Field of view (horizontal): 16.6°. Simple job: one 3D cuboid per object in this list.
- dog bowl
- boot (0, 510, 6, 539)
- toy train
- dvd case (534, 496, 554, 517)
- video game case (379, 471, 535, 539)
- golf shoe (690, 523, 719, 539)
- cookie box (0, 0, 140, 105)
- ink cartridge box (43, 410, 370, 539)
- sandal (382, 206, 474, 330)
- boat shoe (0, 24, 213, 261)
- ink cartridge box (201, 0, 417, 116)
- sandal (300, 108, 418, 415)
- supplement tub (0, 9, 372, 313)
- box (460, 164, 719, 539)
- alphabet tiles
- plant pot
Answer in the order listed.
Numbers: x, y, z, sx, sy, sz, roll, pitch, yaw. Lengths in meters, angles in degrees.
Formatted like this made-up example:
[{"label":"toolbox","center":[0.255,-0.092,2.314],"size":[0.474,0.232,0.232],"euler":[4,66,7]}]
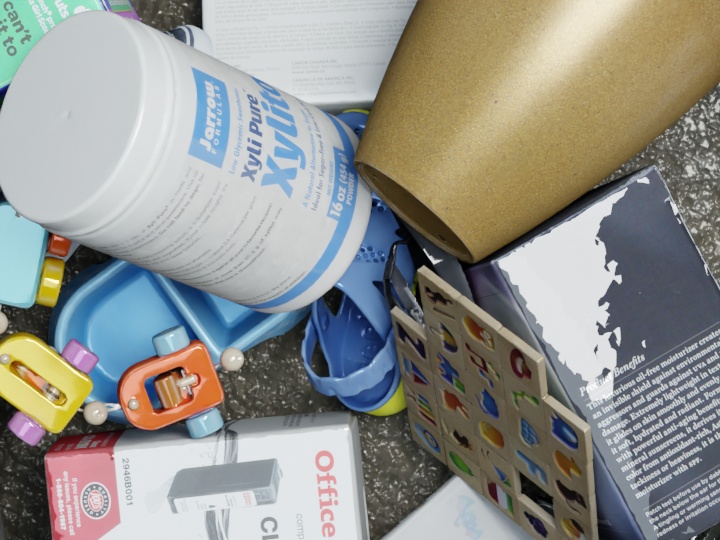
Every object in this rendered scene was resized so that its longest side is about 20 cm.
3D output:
[{"label":"dog bowl","center":[-0.114,0.020,1.587],"size":[0.199,0.050,0.112],"euler":[-36,92,4]},{"label":"boot","center":[-0.237,0.154,1.518],"size":[0.072,0.182,0.201],"euler":[-15,125,-34]},{"label":"toy train","center":[-0.170,0.025,1.532],"size":[0.149,0.056,0.201],"euler":[-26,99,-6]},{"label":"dvd case","center":[0.183,0.252,1.607],"size":[0.199,0.025,0.151],"euler":[20,94,0]},{"label":"video game case","center":[0.075,0.246,1.540],"size":[0.182,0.024,0.200],"euler":[-38,92,-30]},{"label":"golf shoe","center":[0.279,0.153,1.576],"size":[0.088,0.077,0.201],"euler":[40,82,-20]},{"label":"cookie box","center":[-0.242,-0.135,1.521],"size":[0.199,0.171,0.076],"euler":[-27,95,3]},{"label":"ink cartridge box","center":[-0.093,0.173,1.579],"size":[0.198,0.084,0.146],"euler":[-6,94,0]},{"label":"sandal","center":[0.049,0.042,1.513],"size":[0.043,0.076,0.201],"euler":[-23,113,-8]},{"label":"boat shoe","center":[-0.182,-0.087,1.546],"size":[0.091,0.071,0.201],"euler":[32,105,-33]},{"label":"ink cartridge box","center":[-0.023,-0.196,1.585],"size":[0.161,0.050,0.202],"euler":[-2,76,2]},{"label":"sandal","center":[0.000,0.000,1.548],"size":[0.079,0.087,0.202],"euler":[0,100,26]},{"label":"supplement tub","center":[-0.100,-0.060,1.447],"size":[0.131,0.199,0.133],"euler":[-16,65,37]},{"label":"box","center":[0.154,0.058,1.499],"size":[0.123,0.200,0.199],"euler":[-28,90,-8]},{"label":"alphabet tiles","center":[0.079,0.086,1.464],"size":[0.008,0.201,0.167],"euler":[-38,55,-21]},{"label":"plant pot","center":[0.094,-0.109,1.424],"size":[0.186,0.186,0.200],"euler":[39,82,-1]}]
